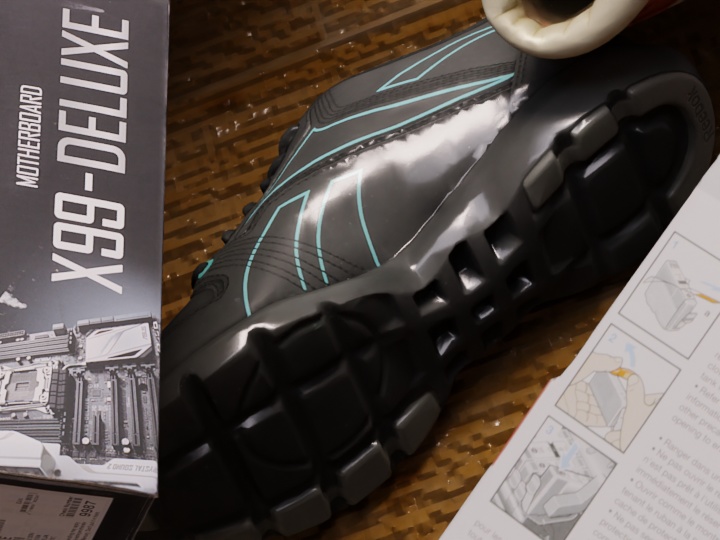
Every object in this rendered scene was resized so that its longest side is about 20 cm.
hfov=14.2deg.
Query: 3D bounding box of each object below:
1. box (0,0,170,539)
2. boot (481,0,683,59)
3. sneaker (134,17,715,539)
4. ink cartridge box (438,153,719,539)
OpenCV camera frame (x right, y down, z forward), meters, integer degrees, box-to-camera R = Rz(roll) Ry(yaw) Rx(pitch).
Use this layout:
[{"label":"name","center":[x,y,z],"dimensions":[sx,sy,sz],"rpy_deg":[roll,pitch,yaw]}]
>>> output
[{"label":"box","center":[-0.092,0.025,0.706],"dimensions":[0.050,0.200,0.158],"rpy_deg":[8,58,-15]},{"label":"boot","center":[0.095,-0.137,0.712],"dimensions":[0.075,0.107,0.200],"rpy_deg":[35,120,10]},{"label":"sneaker","center":[0.000,0.000,0.768],"dimensions":[0.200,0.075,0.079],"rpy_deg":[-35,45,-13]},{"label":"ink cartridge box","center":[0.073,0.084,0.670],"dimensions":[0.109,0.050,0.200],"rpy_deg":[35,90,32]}]
